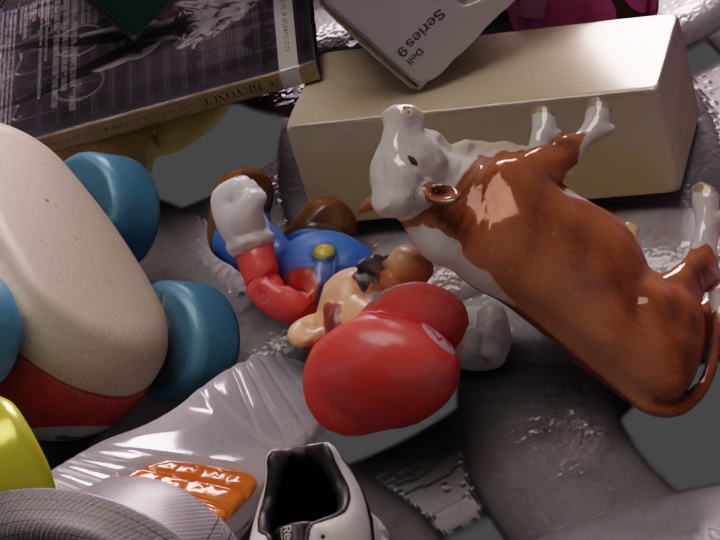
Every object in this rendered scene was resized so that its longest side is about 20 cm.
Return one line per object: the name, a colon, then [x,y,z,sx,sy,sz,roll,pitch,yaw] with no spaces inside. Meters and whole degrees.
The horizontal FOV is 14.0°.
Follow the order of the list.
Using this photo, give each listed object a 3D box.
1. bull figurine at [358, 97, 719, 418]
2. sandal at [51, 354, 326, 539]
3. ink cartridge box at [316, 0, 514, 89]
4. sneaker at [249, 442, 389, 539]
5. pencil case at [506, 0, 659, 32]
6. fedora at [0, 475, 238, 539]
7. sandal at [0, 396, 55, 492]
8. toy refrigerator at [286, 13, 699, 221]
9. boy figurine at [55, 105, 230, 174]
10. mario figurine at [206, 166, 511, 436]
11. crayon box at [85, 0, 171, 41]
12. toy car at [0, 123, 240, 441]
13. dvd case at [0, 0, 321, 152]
bull figurine: [0.094,-0.018,1.384,0.121,0.200,0.065,-48,1,-30]
sandal: [-0.079,0.109,1.394,0.079,0.060,0.206,30,37,26]
ink cartridge box: [0.030,-0.207,1.554,0.145,0.087,0.200,-45,32,12]
sneaker: [-0.028,0.160,1.286,0.073,0.080,0.201,-11,41,9]
pencil case: [0.088,-0.187,1.636,0.093,0.091,0.200,13,23,-30]
fedora: [-0.116,0.159,1.256,0.200,0.177,0.090,-45,6,33]
sandal: [-0.221,0.102,1.336,0.087,0.080,0.200,-25,3,-33]
toy refrigerator: [0.070,-0.076,1.530,0.199,0.070,0.076,-5,34,19]
boy figurine: [-0.129,-0.104,1.657,0.124,0.065,0.200,1,40,22]
mario figurine: [0.000,0.000,1.435,0.123,0.107,0.200,-17,31,-17]
crayon box: [-0.085,-0.234,1.605,0.200,0.051,0.127,-46,28,9]
toy car: [-0.200,0.046,1.470,0.200,0.184,0.177,-50,58,27]
dvd case: [-0.121,-0.122,1.611,0.199,0.016,0.149,-15,35,6]
